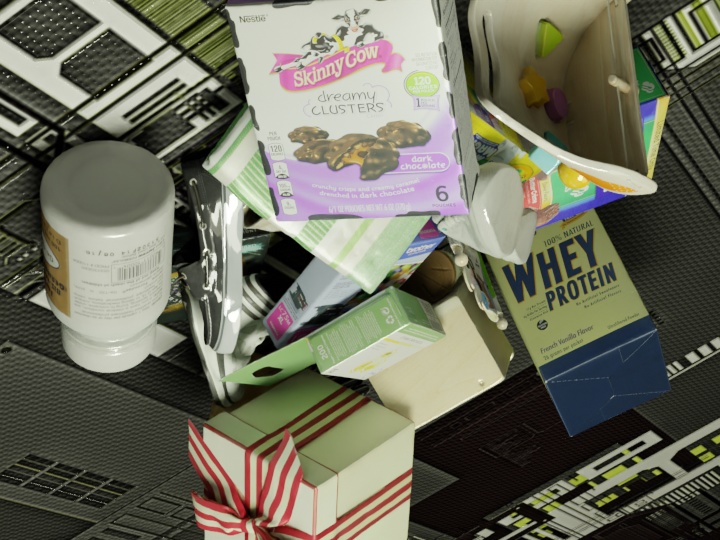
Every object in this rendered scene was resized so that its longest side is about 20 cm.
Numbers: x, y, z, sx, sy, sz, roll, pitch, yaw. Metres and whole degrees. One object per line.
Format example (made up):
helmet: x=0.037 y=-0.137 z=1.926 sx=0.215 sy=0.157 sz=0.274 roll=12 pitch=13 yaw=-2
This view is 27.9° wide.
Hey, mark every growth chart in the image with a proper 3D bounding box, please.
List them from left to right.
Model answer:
growth chart: x=0.112 y=-0.015 z=1.520 sx=0.018 sy=0.146 sz=0.200 roll=-23 pitch=150 yaw=8

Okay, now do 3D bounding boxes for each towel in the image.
towel: x=-0.021 y=-0.092 z=1.273 sx=0.199 sy=0.023 sz=0.153 roll=35 pitch=97 yaw=-25

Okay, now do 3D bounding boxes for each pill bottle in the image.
pill bottle: x=-0.224 y=-0.006 z=1.287 sx=0.113 sy=0.115 sz=0.201 roll=-12 pitch=141 yaw=-20

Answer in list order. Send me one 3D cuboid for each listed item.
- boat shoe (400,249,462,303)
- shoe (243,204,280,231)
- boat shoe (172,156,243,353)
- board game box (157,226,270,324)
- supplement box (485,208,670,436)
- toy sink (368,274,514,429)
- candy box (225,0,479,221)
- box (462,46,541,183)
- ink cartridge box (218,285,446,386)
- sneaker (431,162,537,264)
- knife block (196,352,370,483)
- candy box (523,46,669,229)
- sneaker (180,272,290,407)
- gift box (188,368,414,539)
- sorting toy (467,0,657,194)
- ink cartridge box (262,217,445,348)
boat shoe: x=0.020 y=0.030 z=1.577 sx=0.199 sy=0.074 sz=0.063 roll=-17 pitch=179 yaw=22
shoe: x=-0.045 y=-0.097 z=1.336 sx=0.053 sy=0.070 sz=0.200 roll=-6 pitch=150 yaw=-44
boat shoe: x=-0.145 y=-0.013 z=1.356 sx=0.066 sy=0.070 sz=0.202 roll=-2 pitch=120 yaw=-13
board game box: x=-0.194 y=0.007 z=1.448 sx=0.198 sy=0.028 sz=0.136 roll=-10 pitch=148 yaw=-22
supplement box: x=0.245 y=0.048 z=1.656 sx=0.133 sy=0.201 sz=0.200 roll=-25 pitch=151 yaw=4
toy sink: x=0.090 y=0.087 z=1.610 sx=0.130 sy=0.113 sz=0.200 roll=-30 pitch=-176 yaw=12
candy box: x=-0.002 y=-0.142 z=1.151 sx=0.166 sy=0.072 sz=0.201 roll=-2 pitch=126 yaw=15
box: x=0.085 y=-0.154 z=1.289 sx=0.048 sy=0.118 sz=0.200 roll=-34 pitch=149 yaw=18
ink cartridge box: x=-0.025 y=0.087 z=1.452 sx=0.199 sy=0.048 sz=0.145 roll=-30 pitch=165 yaw=12
sneaker: x=0.104 y=-0.051 z=1.323 sx=0.088 sy=0.076 sz=0.200 roll=14 pitch=170 yaw=16
knife block: x=-0.082 y=0.166 z=1.654 sx=0.174 sy=0.201 sz=0.064 roll=19 pitch=139 yaw=-11
candy box: x=0.201 y=-0.122 z=1.469 sx=0.198 sy=0.077 sz=0.170 roll=-21 pitch=151 yaw=-7
sneaker: x=-0.112 y=0.072 z=1.506 sx=0.114 sy=0.076 sz=0.201 roll=-17 pitch=149 yaw=-6
gift box: x=-0.068 y=0.216 z=1.517 sx=0.186 sy=0.184 sz=0.202 roll=-29 pitch=126 yaw=-43
sorting toy: x=0.163 y=-0.169 z=1.283 sx=0.106 sy=0.202 sz=0.179 roll=-21 pitch=153 yaw=41
ink cartridge box: x=0.000 y=0.000 z=1.403 sx=0.119 sy=0.042 sz=0.200 roll=-11 pitch=150 yaw=-42
